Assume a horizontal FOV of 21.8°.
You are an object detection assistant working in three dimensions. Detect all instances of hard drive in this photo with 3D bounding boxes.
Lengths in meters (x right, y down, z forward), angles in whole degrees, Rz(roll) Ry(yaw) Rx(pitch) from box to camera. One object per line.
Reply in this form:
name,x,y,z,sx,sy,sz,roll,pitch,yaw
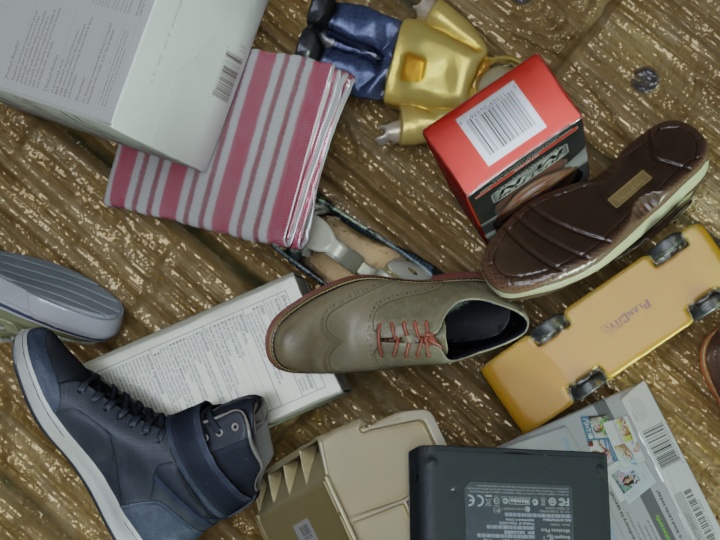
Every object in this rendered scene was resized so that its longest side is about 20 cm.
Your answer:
hard drive,0.103,0.221,1.252,0.139,0.033,0.200,4,74,-17

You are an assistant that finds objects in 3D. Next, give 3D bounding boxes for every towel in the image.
towel,-0.106,-0.101,1.455,0.200,0.030,0.147,13,84,33

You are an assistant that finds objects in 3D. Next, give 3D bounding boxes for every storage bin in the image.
storage bin,0.016,0.213,1.354,0.094,0.200,0.199,-22,83,-22

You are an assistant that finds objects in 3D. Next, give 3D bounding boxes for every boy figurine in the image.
boy figurine,0.050,-0.152,1.459,0.200,0.064,0.125,20,85,10

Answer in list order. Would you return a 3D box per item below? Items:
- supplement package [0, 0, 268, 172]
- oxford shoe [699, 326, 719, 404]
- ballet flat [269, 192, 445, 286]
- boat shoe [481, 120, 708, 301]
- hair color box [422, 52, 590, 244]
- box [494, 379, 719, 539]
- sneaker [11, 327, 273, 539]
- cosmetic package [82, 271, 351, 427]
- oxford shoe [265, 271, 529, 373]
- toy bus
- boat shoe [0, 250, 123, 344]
supplement package,-0.206,-0.186,1.416,0.200,0.151,0.152,19,88,25
oxford shoe,0.320,0.130,1.403,0.071,0.073,0.200,-35,83,2
ballet flat,0.000,0.000,1.449,0.200,0.074,0.074,31,89,7
boat shoe,0.182,-0.030,1.416,0.202,0.075,0.075,-31,61,-11
hair color box,0.111,-0.085,1.376,0.101,0.200,0.061,-34,78,3
box,0.169,0.183,1.367,0.200,0.041,0.156,-19,78,-40
sneaker,-0.152,0.102,1.371,0.146,0.077,0.203,-32,95,14
cosmetic package,-0.119,0.088,1.451,0.200,0.073,0.104,-22,85,3
oxford shoe,0.029,0.040,1.384,0.200,0.075,0.071,-12,106,-19
toy bus,0.190,0.045,1.420,0.200,0.078,0.065,-35,83,2
boat shoe,-0.284,0.023,1.484,0.200,0.072,0.062,19,112,10
